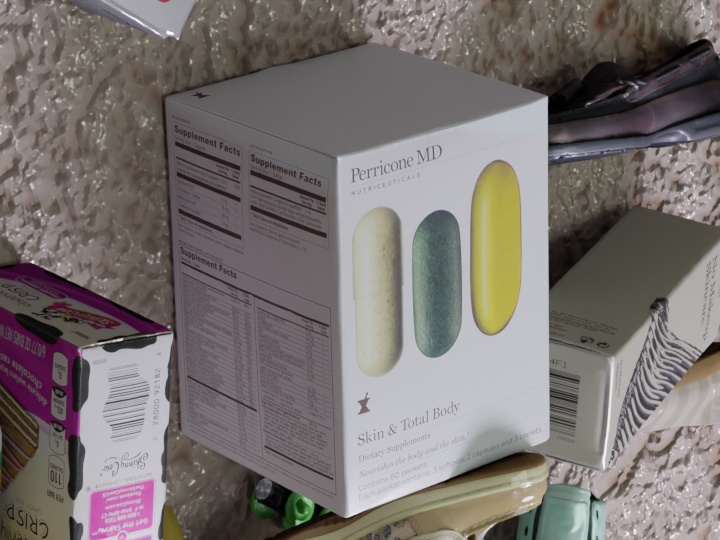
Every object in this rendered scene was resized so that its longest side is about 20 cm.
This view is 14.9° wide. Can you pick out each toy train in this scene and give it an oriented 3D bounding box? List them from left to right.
[{"bbox_3d":[0.009,0.150,1.638,0.200,0.042,0.057,33,72,-43],"label":"toy train"}]

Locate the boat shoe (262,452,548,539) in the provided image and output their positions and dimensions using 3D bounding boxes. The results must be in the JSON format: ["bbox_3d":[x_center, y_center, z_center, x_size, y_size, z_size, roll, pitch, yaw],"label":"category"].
[{"bbox_3d":[0.019,0.155,1.528,0.063,0.199,0.073,68,18,0],"label":"boat shoe"}]

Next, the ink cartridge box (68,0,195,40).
[{"bbox_3d":[-0.119,-0.237,1.355,0.145,0.084,0.201,29,85,-44],"label":"ink cartridge box"}]

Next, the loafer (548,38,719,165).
[{"bbox_3d":[0.154,-0.102,1.671,0.199,0.072,0.063,-11,92,-45],"label":"loafer"}]

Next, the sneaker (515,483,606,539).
[{"bbox_3d":[0.109,0.195,1.670,0.200,0.073,0.119,-65,159,-73],"label":"sneaker"}]

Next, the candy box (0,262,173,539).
[{"bbox_3d":[-0.160,0.111,1.405,0.061,0.136,0.201,-10,111,-37],"label":"candy box"}]

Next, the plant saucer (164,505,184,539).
[{"bbox_3d":[-0.139,0.267,1.539,0.200,0.048,0.201,-37,126,-26],"label":"plant saucer"}]

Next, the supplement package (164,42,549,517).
[{"bbox_3d":[0.000,0.000,1.498,0.151,0.150,0.201,-17,116,-36],"label":"supplement package"}]

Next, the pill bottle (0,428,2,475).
[{"bbox_3d":[-0.237,0.166,1.371,0.112,0.113,0.201,-9,111,-39],"label":"pill bottle"}]

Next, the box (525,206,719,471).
[{"bbox_3d":[0.155,0.038,1.655,0.200,0.068,0.083,-41,140,-53],"label":"box"}]

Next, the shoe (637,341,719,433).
[{"bbox_3d":[0.165,0.087,1.732,0.199,0.070,0.054,-12,104,-41],"label":"shoe"}]
